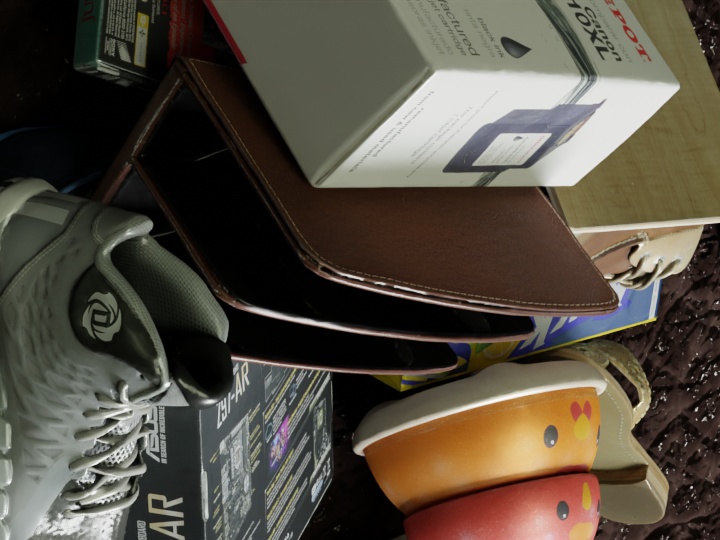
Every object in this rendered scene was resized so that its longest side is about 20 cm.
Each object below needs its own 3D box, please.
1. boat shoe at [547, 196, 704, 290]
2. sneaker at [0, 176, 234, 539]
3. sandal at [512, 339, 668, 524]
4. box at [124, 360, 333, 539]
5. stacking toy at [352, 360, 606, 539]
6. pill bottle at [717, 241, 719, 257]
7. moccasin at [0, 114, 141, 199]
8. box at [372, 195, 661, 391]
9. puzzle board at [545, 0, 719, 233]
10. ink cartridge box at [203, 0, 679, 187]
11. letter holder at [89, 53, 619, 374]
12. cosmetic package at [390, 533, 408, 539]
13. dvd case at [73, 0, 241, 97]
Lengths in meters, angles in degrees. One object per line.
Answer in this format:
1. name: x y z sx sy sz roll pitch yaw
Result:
1. boat shoe: 0.153 -0.026 1.122 0.200 0.076 0.072 -33 99 -34
2. sneaker: -0.102 0.064 0.849 0.075 0.115 0.200 -33 124 -50
3. sandal: 0.144 0.078 1.266 0.212 0.077 0.070 57 39 -49
4. box: -0.061 0.083 1.011 0.200 0.043 0.161 -58 152 -59
5. stacking toy: 0.086 0.158 1.129 0.146 0.146 0.200 -6 76 -40
6. pill bottle: 0.319 -0.071 1.299 0.112 0.112 0.200 29 89 -45
7. moccasin: -0.088 -0.036 0.984 0.200 0.068 0.081 -17 128 -34
8. box: 0.082 0.007 1.162 0.200 0.064 0.070 -14 119 -37
9. puzzle board: 0.126 -0.113 1.086 0.151 0.200 0.017 -5 158 -39
10. ink cartridge box: 0.032 -0.116 0.921 0.084 0.145 0.200 -42 157 31
11. letter holder: 0.000 0.000 0.921 0.200 0.142 0.101 7 127 -44
12. cosmetic package: 0.022 0.216 1.193 0.200 0.071 0.105 -19 135 -33
13. dvd case: -0.047 -0.135 0.963 0.200 0.022 0.146 16 71 -44
